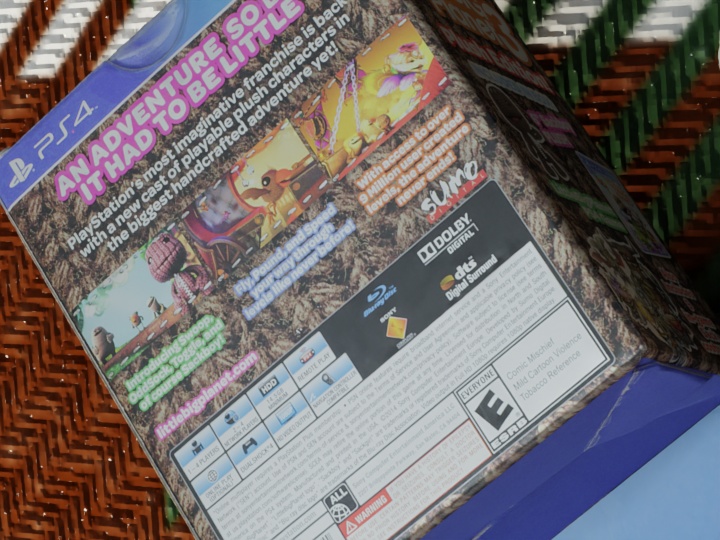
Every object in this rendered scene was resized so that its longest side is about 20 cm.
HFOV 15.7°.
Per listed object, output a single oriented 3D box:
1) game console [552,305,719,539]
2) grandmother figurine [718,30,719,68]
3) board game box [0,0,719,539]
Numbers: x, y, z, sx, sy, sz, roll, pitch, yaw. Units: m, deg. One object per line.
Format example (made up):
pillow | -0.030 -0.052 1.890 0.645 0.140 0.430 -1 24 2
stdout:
game console | 0.083 0.109 0.853 0.200 0.118 0.171 -19 85 37
grandmother figurine | 0.145 0.000 0.694 0.121 0.060 0.200 112 148 -45
board game box | 0.000 0.000 0.860 0.159 0.097 0.200 -40 67 18
